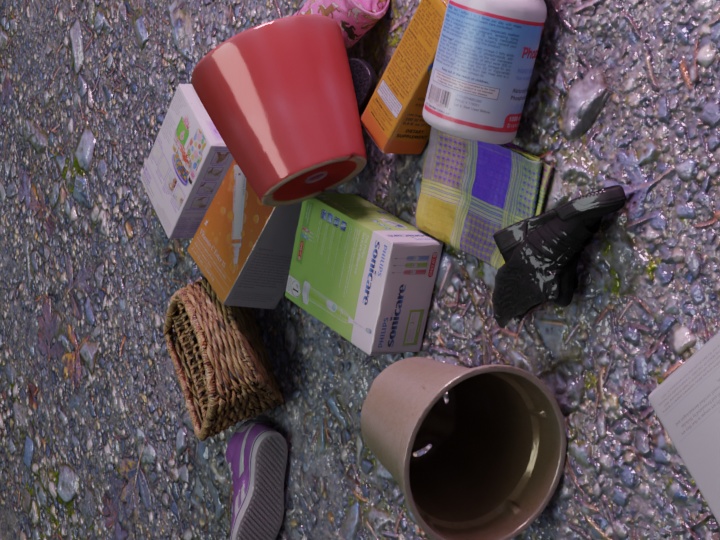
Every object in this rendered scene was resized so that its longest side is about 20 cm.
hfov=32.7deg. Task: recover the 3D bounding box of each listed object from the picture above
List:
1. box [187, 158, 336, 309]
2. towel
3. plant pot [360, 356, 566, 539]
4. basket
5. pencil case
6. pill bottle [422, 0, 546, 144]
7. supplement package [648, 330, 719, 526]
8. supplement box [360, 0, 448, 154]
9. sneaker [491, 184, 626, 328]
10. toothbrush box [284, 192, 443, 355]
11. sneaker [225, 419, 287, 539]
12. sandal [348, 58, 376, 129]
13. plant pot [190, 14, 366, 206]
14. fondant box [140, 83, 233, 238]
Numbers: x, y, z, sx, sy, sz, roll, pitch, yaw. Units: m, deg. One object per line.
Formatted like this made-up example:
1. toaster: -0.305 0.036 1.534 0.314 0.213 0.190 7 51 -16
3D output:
1. box: -0.138 -0.065 1.700 0.125 0.097 0.201 50 120 38
2. towel: 0.134 -0.087 1.416 0.199 0.023 0.145 33 117 48
3. plant pot: 0.096 0.181 1.361 0.183 0.198 0.203 -157 70 -63
4. basket: -0.220 0.120 1.760 0.148 0.143 0.202 -24 65 6
5. pencil case: -0.042 -0.325 1.599 0.199 0.086 0.084 -29 35 50
6. pill bottle: 0.140 -0.248 1.330 0.108 0.108 0.202 34 118 47
7. supplement package: 0.360 0.157 1.039 0.118 0.116 0.201 -52 51 40
8. supplement box: 0.076 -0.234 1.453 0.069 0.066 0.201 57 134 35
9. sneaker: 0.209 -0.012 1.289 0.199 0.060 0.105 -23 86 44
10. toothbrush box: 0.000 0.000 1.548 0.199 0.085 0.147 31 116 50
11. sneaker: -0.163 0.321 1.804 0.114 0.072 0.203 17 95 56
12. sandal: -0.013 -0.210 1.603 0.200 0.045 0.076 126 137 -58
13. plant pot: -0.086 -0.188 1.505 0.200 0.199 0.179 -34 74 49
14. fondant box: -0.272 -0.170 1.936 0.145 0.058 0.201 60 136 33
